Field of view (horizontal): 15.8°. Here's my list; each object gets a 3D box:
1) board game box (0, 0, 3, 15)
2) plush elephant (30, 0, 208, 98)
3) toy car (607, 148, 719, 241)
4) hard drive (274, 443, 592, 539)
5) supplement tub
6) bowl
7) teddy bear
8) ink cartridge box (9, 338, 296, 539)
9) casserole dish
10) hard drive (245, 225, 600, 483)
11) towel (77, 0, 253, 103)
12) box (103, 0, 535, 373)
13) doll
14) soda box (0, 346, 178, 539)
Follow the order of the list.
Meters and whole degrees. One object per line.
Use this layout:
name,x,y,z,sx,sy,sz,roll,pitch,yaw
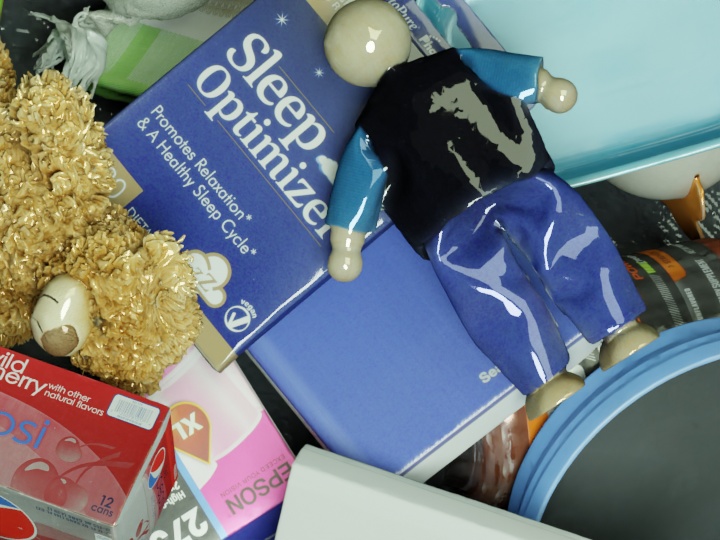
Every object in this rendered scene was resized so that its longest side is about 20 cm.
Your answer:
board game box,-0.228,-0.073,1.238,0.095,0.030,0.201,13,63,-16
plush elephant,-0.117,-0.202,1.235,0.164,0.155,0.201,20,64,26
toy car,0.148,-0.112,1.352,0.183,0.177,0.201,-11,103,-11
hard drive,0.053,0.166,1.163,0.199,0.133,0.027,18,30,8
supplement tub,0.100,0.054,1.267,0.199,0.107,0.108,-13,75,-19
bowl,0.161,0.110,1.240,0.199,0.202,0.039,-5,33,-23
teddy bear,-0.156,-0.026,1.155,0.067,0.145,0.201,-11,69,-60
ink cartridge box,-0.090,0.081,1.213,0.094,0.037,0.201,-32,85,-7
casserole dish,0.117,-0.106,1.231,0.199,0.039,0.122,-15,88,1
hard drive,0.000,0.000,1.223,0.132,0.025,0.200,-36,63,-9
towel,-0.044,-0.157,1.295,0.148,0.031,0.201,14,59,27
box,-0.027,-0.063,1.196,0.200,0.032,0.121,-40,86,-4
doll,0.045,-0.033,1.153,0.136,0.048,0.201,-33,86,2
soda box,-0.183,0.068,1.142,0.199,0.070,0.064,20,62,10
